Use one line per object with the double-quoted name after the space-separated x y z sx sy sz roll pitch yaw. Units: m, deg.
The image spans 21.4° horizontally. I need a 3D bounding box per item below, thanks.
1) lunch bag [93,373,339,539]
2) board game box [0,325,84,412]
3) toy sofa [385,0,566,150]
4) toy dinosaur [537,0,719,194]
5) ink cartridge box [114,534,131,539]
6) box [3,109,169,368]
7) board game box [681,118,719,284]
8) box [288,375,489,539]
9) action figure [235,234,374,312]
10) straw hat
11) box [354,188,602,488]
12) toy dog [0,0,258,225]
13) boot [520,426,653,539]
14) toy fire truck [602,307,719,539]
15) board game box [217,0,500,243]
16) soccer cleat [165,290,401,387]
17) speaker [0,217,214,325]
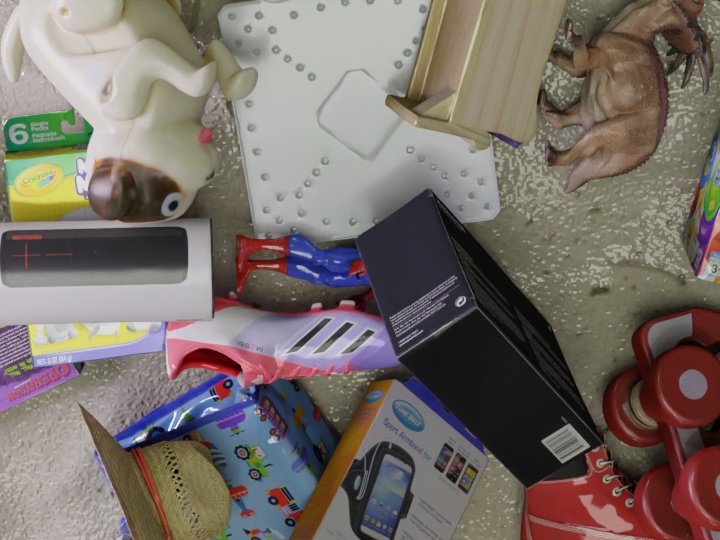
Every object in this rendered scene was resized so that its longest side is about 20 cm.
-0.120 0.181 1.594 0.199 0.094 0.151 -27 109 20 "lunch bag"
-0.345 0.074 1.589 0.199 0.032 0.121 -24 103 10 "board game box"
0.096 -0.197 1.426 0.097 0.083 0.201 10 104 -20 "toy sofa"
0.210 -0.137 1.472 0.135 0.086 0.201 4 115 -7 "toy dinosaur"
-0.177 0.331 1.579 0.047 0.200 0.160 -35 105 13 "ink cartridge box"
-0.218 -0.029 1.526 0.116 0.048 0.201 -8 104 -7 "box"
0.330 -0.089 1.469 0.102 0.105 0.201 15 108 -3 "board game box"
0.025 0.185 1.549 0.119 0.201 0.041 41 150 -25 "box"
0.000 0.000 1.528 0.198 0.052 0.066 -2 147 -5 "action figure"
-0.148 0.179 1.507 0.085 0.201 0.202 -22 108 -9 "straw hat"
0.091 0.054 1.470 0.079 0.142 0.200 -32 131 14 "box"
-0.176 -0.133 1.428 0.193 0.140 0.201 -18 89 12 "toy dog"
0.231 0.188 1.587 0.198 0.072 0.145 -1 107 6 "boot"
0.301 0.127 1.536 0.167 0.112 0.201 -13 79 -20 "toy fire truck"
0.001 -0.127 1.509 0.199 0.026 0.201 -7 109 4 "board game box"
-0.057 0.064 1.514 0.199 0.077 0.067 8 151 3 "soccer cleat"
-0.213 0.001 1.468 0.198 0.081 0.082 -1 109 -5 "speaker"
